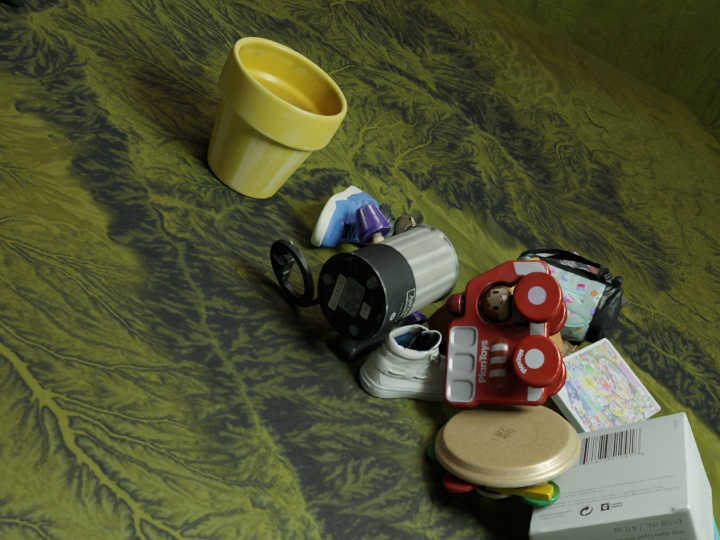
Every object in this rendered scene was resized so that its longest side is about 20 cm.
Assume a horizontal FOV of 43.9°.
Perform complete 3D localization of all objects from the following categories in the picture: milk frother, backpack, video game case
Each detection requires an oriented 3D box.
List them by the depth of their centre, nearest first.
[{"bbox_3d":[0.000,0.000,1.256,0.201,0.181,0.187,51,37,14],"label":"milk frother"},{"bbox_3d":[0.372,0.190,1.392,0.198,0.018,0.144,-15,62,-43],"label":"video game case"},{"bbox_3d":[0.341,0.048,1.530,0.196,0.128,0.168,21,-18,19],"label":"backpack"}]

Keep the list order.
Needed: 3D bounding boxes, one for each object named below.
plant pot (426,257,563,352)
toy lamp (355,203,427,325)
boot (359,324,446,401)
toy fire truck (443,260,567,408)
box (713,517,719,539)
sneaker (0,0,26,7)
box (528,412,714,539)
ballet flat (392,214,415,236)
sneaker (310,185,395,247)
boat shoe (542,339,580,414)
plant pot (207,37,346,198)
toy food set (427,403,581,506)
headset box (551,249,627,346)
[{"bbox_3d":[0.217,0.092,1.359,0.198,0.199,0.142,-12,71,-51],"label":"plant pot"},{"bbox_3d":[0.043,-0.007,1.375,0.058,0.058,0.204,-7,70,-49],"label":"toy lamp"},{"bbox_3d":[0.094,0.128,1.257,0.197,0.096,0.074,2,43,-44],"label":"boot"},{"bbox_3d":[0.194,0.086,1.215,0.112,0.164,0.205,42,50,-68],"label":"toy fire truck"},{"bbox_3d":[0.469,0.411,1.263,0.049,0.083,0.201,29,31,-11],"label":"box"},{"bbox_3d":[-0.598,-0.489,1.439,0.103,0.060,0.202,8,44,-46],"label":"sneaker"},{"bbox_3d":[0.332,0.303,1.124,0.133,0.195,0.200,65,26,-16],"label":"box"},{"bbox_3d":[0.077,-0.031,1.486,0.068,0.045,0.201,62,24,-25],"label":"ballet flat"},{"bbox_3d":[-0.002,-0.071,1.450,0.110,0.078,0.200,29,23,7],"label":"sneaker"},{"bbox_3d":[0.325,0.168,1.437,0.070,0.077,0.201,8,30,12],"label":"boat shoe"},{"bbox_3d":[-0.148,-0.228,1.409,0.198,0.190,0.203,24,32,-17],"label":"plant pot"},{"bbox_3d":[0.186,0.232,1.165,0.196,0.050,0.198,5,23,26],"label":"toy food set"},{"bbox_3d":[0.412,0.049,1.707,0.149,0.076,0.199,46,32,16],"label":"headset box"}]
